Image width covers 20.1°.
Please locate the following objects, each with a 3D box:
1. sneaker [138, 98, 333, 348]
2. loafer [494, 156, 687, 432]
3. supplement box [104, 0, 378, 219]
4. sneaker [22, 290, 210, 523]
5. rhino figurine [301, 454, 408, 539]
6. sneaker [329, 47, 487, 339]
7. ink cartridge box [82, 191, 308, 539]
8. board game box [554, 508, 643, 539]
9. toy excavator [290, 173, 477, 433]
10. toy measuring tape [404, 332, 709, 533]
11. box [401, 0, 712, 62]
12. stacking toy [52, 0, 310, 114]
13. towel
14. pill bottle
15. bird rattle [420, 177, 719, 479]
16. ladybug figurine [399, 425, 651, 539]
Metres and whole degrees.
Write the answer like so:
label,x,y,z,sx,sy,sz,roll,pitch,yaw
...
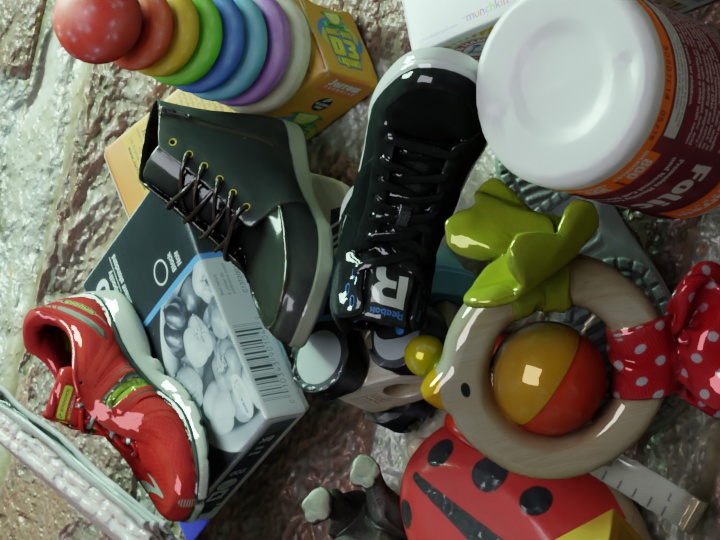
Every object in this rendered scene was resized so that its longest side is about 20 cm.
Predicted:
label,x,y,z,sx,sy,sz,roll,pitch,yaw
sneaker,-0.084,-0.030,1.279,0.201,0.105,0.075,-106,34,-50
loafer,0.148,0.000,1.234,0.075,0.070,0.201,-23,85,16
supplement box,-0.085,-0.106,1.414,0.200,0.066,0.069,-37,64,28
sneaker,-0.168,0.096,1.355,0.200,0.084,0.077,52,134,35
rhino figurine,-0.004,0.225,1.285,0.059,0.087,0.202,-1,69,20
sneaker,0.029,-0.028,1.160,0.200,0.072,0.113,110,169,-57
ink cartridge box,-0.128,0.064,1.403,0.200,0.043,0.199,-51,56,45
board game box,0.114,0.241,1.183,0.199,0.040,0.153,-33,111,29
toy excavator,0.000,0.000,1.335,0.193,0.100,0.202,-18,60,35
toy measuring tape,0.115,0.092,1.208,0.199,0.074,0.074,29,104,0
box,0.129,-0.200,1.238,0.199,0.112,0.102,-20,72,34
stacking toy,-0.119,-0.151,1.280,0.085,0.199,0.086,-2,86,34
towel,-0.160,0.167,1.371,0.199,0.191,0.032,33,77,35
pill bottle,0.162,-0.090,1.145,0.114,0.199,0.115,-5,82,36
bird rattle,0.124,0.041,1.144,0.164,0.199,0.113,-54,22,12
ladybug figurine,0.093,0.165,1.246,0.200,0.072,0.136,35,105,34
